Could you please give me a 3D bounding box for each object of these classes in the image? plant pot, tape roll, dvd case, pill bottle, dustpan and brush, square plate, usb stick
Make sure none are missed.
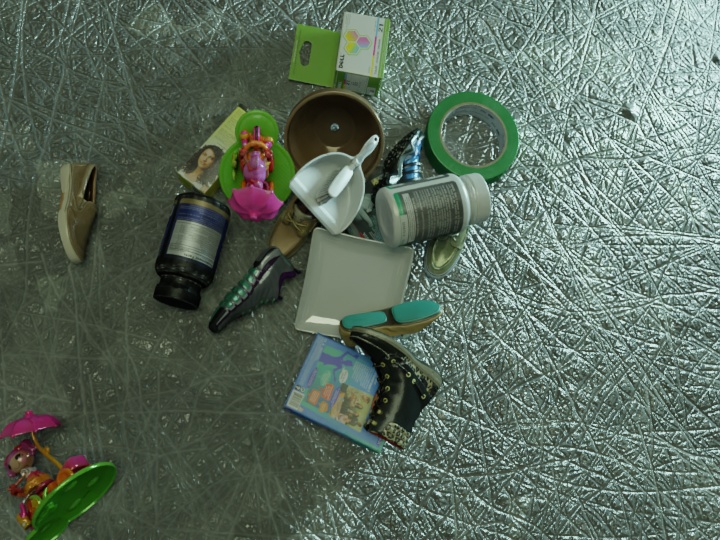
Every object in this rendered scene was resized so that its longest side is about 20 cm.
[{"bbox_3d":[-0.053,-0.274,1.361,0.198,0.203,0.093,5,32,-5],"label":"plant pot"},{"bbox_3d":[0.234,-0.278,1.441,0.197,0.048,0.203,2,74,-6],"label":"tape roll"},{"bbox_3d":[0.057,-0.123,1.374,0.199,0.022,0.147,-32,80,-25],"label":"dvd case"},{"bbox_3d":[0.136,-0.118,1.274,0.197,0.113,0.115,-13,76,-13],"label":"pill bottle"},{"bbox_3d":[-0.028,-0.185,1.282,0.140,0.057,0.201,47,56,-20],"label":"dustpan and brush"},{"bbox_3d":[-0.012,0.034,1.304,0.197,0.028,0.201,12,96,-4],"label":"square plate"},{"bbox_3d":[0.000,0.000,1.341,0.197,0.033,0.056,1,67,-7],"label":"usb stick"},{"bbox_3d":[-0.320,-0.035,1.274,0.110,0.112,0.203,13,73,-3],"label":"pill bottle"}]

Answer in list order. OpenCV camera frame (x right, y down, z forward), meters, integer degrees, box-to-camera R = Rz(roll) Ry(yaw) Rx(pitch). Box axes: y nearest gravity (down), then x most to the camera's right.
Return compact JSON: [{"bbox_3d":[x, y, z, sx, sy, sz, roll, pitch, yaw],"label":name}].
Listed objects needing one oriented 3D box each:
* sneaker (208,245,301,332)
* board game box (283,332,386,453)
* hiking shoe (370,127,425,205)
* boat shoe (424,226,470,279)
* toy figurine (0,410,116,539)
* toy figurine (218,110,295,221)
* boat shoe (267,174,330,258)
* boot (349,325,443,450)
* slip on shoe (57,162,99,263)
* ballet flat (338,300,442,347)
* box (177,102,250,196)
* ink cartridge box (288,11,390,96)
[{"bbox_3d":[-0.199,0.053,1.287,0.087,0.074,0.201,42,83,-17],"label":"sneaker"},{"bbox_3d":[-0.024,0.229,1.267,0.198,0.045,0.154,25,72,1],"label":"board game box"},{"bbox_3d":[0.091,-0.194,1.371,0.086,0.074,0.202,35,66,-20],"label":"hiking shoe"},{"bbox_3d":[0.182,-0.079,1.362,0.071,0.062,0.202,23,78,9],"label":"boat shoe"},{"bbox_3d":[-0.545,0.336,1.154,0.184,0.150,0.201,42,98,20],"label":"toy figurine"},{"bbox_3d":[-0.187,-0.174,1.241,0.148,0.185,0.203,1,114,-10],"label":"toy figurine"},{"bbox_3d":[-0.117,-0.110,1.325,0.074,0.066,0.201,33,89,0],"label":"boat shoe"},{"bbox_3d":[0.040,0.207,1.206,0.203,0.073,0.155,36,71,-17],"label":"boot"},{"bbox_3d":[-0.532,-0.113,1.295,0.060,0.076,0.203,-9,68,-2],"label":"slip on shoe"},{"bbox_3d":[0.058,0.102,1.279,0.197,0.064,0.069,-9,36,-1],"label":"ballet flat"},{"bbox_3d":[-0.275,-0.239,1.370,0.075,0.050,0.201,35,73,4],"label":"box"},{"bbox_3d":[-0.046,-0.469,1.448,0.197,0.076,0.150,9,73,-5],"label":"ink cartridge box"}]
